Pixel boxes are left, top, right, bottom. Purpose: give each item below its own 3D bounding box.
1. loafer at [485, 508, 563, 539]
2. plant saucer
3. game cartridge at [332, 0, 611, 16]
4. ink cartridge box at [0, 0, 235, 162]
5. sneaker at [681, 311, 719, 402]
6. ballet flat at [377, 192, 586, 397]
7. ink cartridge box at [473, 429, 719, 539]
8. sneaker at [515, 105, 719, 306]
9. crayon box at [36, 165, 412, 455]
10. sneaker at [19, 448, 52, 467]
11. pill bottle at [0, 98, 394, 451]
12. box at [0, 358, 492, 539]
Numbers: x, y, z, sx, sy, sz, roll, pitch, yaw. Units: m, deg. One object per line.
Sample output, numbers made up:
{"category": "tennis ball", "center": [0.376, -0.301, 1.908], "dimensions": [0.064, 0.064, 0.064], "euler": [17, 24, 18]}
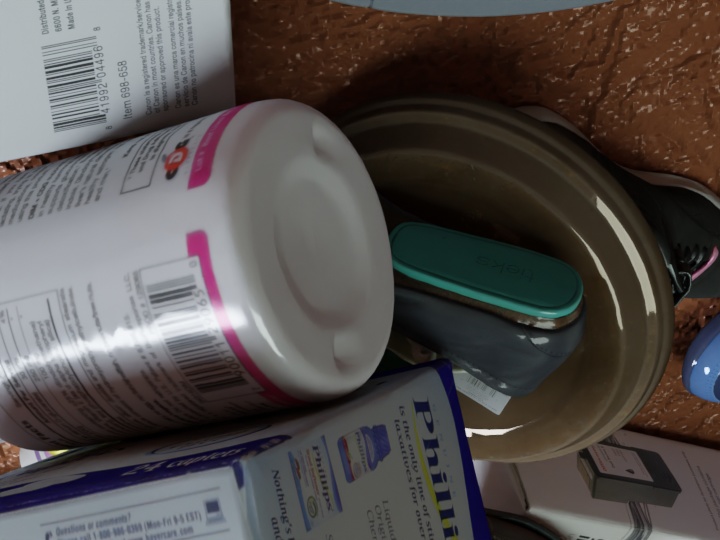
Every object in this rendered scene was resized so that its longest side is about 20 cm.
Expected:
{"category": "loafer", "center": [0.045, 0.155, 0.935], "dimensions": [0.199, 0.063, 0.072], "euler": [31, 121, -23]}
{"category": "plant saucer", "center": [0.045, 0.013, 0.827], "dimensions": [0.198, 0.030, 0.202], "euler": [14, 129, 18]}
{"category": "game cartridge", "center": [0.063, -0.165, 0.729], "dimensions": [0.198, 0.042, 0.134], "euler": [-4, 141, -17]}
{"category": "ink cartridge box", "center": [-0.153, -0.115, 0.656], "dimensions": [0.198, 0.084, 0.145], "euler": [-13, 138, -13]}
{"category": "sneaker", "center": [0.279, 0.049, 1.006], "dimensions": [0.198, 0.083, 0.074], "euler": [-9, 139, -9]}
{"category": "ballet flat", "center": [0.000, 0.000, 0.778], "dimensions": [0.198, 0.073, 0.073], "euler": [24, 134, 8]}
{"category": "ink cartridge box", "center": [0.124, 0.167, 1.069], "dimensions": [0.198, 0.084, 0.146], "euler": [14, 128, -31]}
{"category": "sneaker", "center": [0.140, -0.002, 0.884], "dimensions": [0.199, 0.100, 0.071], "euler": [24, 121, -40]}
{"category": "crayon box", "center": [-0.087, 0.043, 0.829], "dimensions": [0.199, 0.051, 0.127], "euler": [34, 116, -9]}
{"category": "sneaker", "center": [-0.066, 0.105, 0.941], "dimensions": [0.114, 0.073, 0.200], "euler": [-42, 134, 19]}
{"category": "pill bottle", "center": [-0.096, 0.009, 0.708], "dimensions": [0.198, 0.114, 0.113], "euler": [-12, 145, 30]}
{"category": "box", "center": [-0.066, 0.116, 0.699], "dimensions": [0.182, 0.106, 0.200], "euler": [-14, -179, 24]}
